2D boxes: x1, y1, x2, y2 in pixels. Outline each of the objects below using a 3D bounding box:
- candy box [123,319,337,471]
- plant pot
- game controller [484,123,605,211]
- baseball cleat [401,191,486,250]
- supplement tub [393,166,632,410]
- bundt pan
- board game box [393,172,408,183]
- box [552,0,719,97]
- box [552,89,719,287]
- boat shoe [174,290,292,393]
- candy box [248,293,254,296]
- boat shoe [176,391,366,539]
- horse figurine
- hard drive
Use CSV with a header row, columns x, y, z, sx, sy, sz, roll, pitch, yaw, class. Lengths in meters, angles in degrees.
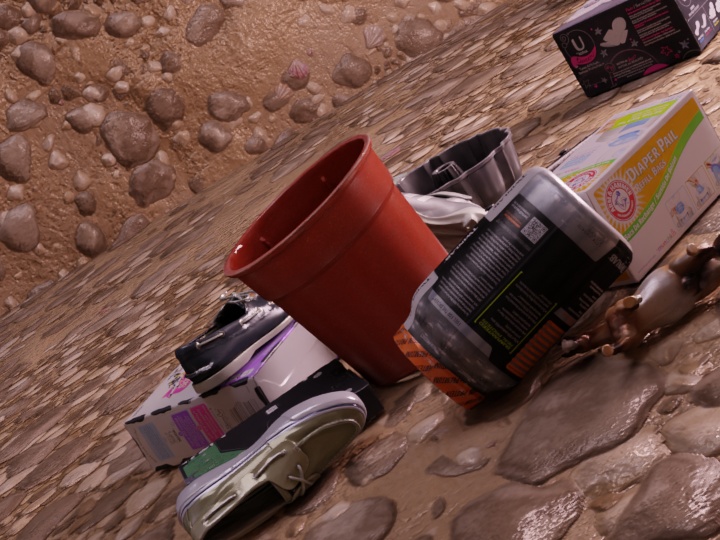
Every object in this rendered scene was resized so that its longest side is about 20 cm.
x,y,z,sx,sy,sz,roll,pitch,yaw,class
-0.142,0.131,1.543,0.200,0.072,0.168,-22,17,32,candy box
0.000,0.000,1.386,0.201,0.195,0.201,-41,15,13,plant pot
0.219,-0.110,1.589,0.200,0.042,0.104,-37,-12,-41,game controller
0.063,-0.061,1.610,0.106,0.200,0.070,-119,42,-67,baseball cleat
0.130,0.018,1.189,0.200,0.123,0.123,-47,13,6,supplement tub
0.125,-0.102,1.767,0.202,0.076,0.202,-30,14,9,bundt pan
-0.021,-0.086,2.129,0.200,0.029,0.135,-17,19,46,board game box
0.402,-0.354,1.959,0.200,0.115,0.132,-18,20,43,box
0.257,-0.074,1.329,0.200,0.101,0.112,-41,16,-33,box
-0.134,0.058,1.500,0.075,0.062,0.200,-19,18,44,boat shoe
-0.113,0.066,1.739,0.115,0.055,0.200,-30,14,3,candy box
-0.073,0.187,1.246,0.200,0.072,0.062,-35,42,-4,boat shoe
0.249,0.015,1.109,0.200,0.050,0.133,-40,-10,4,horse figurine
-0.081,0.168,1.355,0.200,0.038,0.140,-34,14,-10,hard drive
